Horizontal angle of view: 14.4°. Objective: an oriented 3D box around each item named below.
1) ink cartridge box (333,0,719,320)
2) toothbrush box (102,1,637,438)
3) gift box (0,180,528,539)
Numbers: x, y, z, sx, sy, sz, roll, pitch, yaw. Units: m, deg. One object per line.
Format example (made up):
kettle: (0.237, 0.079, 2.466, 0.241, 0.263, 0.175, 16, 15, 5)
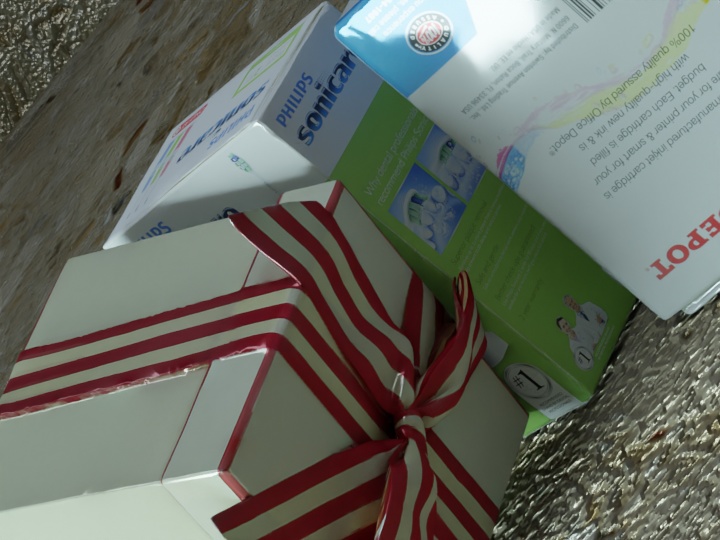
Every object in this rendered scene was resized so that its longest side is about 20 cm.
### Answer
ink cartridge box: (0.114, -0.097, 1.211, 0.145, 0.200, 0.085, -42, 13, 33)
toothbrush box: (0.007, -0.006, 1.317, 0.146, 0.200, 0.086, -36, 22, 50)
gift box: (-0.050, 0.080, 1.219, 0.186, 0.200, 0.185, -13, 46, 34)
